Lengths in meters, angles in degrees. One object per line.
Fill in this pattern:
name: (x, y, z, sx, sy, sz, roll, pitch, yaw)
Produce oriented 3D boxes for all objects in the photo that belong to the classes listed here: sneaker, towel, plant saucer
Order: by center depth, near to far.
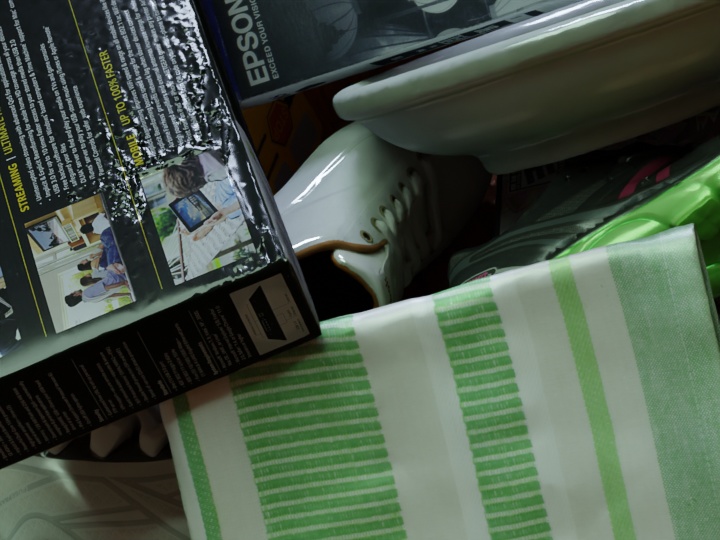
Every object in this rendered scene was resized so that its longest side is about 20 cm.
towel: (0.037, 0.083, 0.951, 0.199, 0.023, 0.154, -14, 88, 13)
sneaker: (0.115, -0.026, 0.999, 0.199, 0.077, 0.084, -26, 42, 4)
plant saucer: (0.090, -0.076, 1.034, 0.199, 0.051, 0.200, -18, 5, 2)
sneaker: (-0.054, 0.090, 1.047, 0.199, 0.075, 0.082, 1, 77, 25)
sneaker: (0.000, 0.000, 1.055, 0.084, 0.073, 0.200, 15, 37, 40)

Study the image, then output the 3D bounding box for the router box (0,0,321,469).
router box: (-0.113, -0.036, 0.997, 0.148, 0.051, 0.201, -22, 52, 1)

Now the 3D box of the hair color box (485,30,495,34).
hair color box: (-0.029, -0.169, 1.198, 0.200, 0.111, 0.064, 31, 102, 41)

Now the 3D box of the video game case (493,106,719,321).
video game case: (0.135, -0.007, 1.042, 0.180, 0.026, 0.201, -13, 47, 21)

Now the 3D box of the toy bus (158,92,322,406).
toy bus: (-0.070, -0.034, 1.150, 0.065, 0.078, 0.201, -2, 51, 30)

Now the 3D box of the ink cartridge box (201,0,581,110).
ink cartridge box: (-0.004, -0.128, 1.075, 0.199, 0.039, 0.100, -18, 90, 14)
